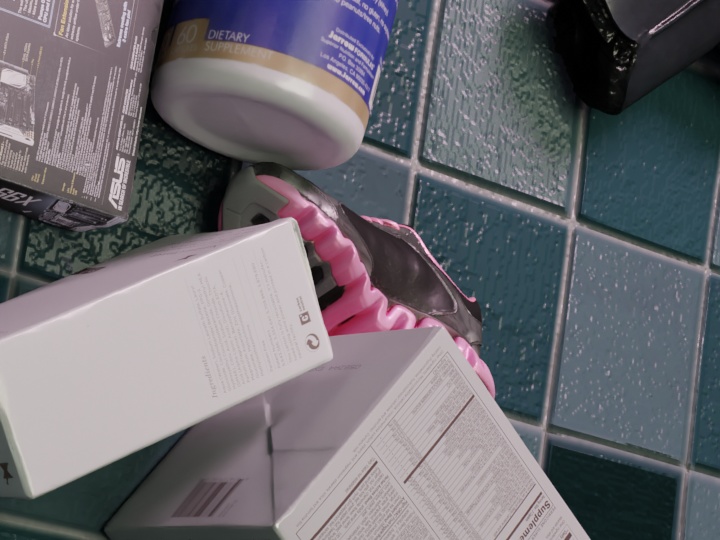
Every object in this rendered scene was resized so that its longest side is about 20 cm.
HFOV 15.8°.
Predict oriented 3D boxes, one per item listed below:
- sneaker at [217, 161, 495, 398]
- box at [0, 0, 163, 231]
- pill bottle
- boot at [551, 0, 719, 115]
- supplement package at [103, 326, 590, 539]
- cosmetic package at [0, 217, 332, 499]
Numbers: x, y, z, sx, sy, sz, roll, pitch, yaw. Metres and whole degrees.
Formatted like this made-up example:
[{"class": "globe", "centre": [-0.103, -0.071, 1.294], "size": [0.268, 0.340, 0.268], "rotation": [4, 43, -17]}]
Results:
[{"class": "sneaker", "centre": [0.000, 0.000, 1.429], "size": [0.200, 0.079, 0.096], "rotation": [44, 38, -28]}, {"class": "box", "centre": [-0.176, -0.136, 1.301], "size": [0.158, 0.050, 0.200], "rotation": [18, 74, -36]}, {"class": "pill bottle", "centre": [-0.033, -0.164, 1.380], "size": [0.116, 0.116, 0.200], "rotation": [27, 68, -34]}, {"class": "boot", "centre": [0.201, -0.141, 1.600], "size": [0.168, 0.076, 0.200], "rotation": [-35, 127, -20]}, {"class": "supplement package", "centre": [0.007, 0.155, 1.352], "size": [0.151, 0.152, 0.200], "rotation": [-49, 115, -32]}, {"class": "cosmetic package", "centre": [-0.127, 0.044, 1.283], "size": [0.200, 0.113, 0.081], "rotation": [-22, 100, -41]}]
